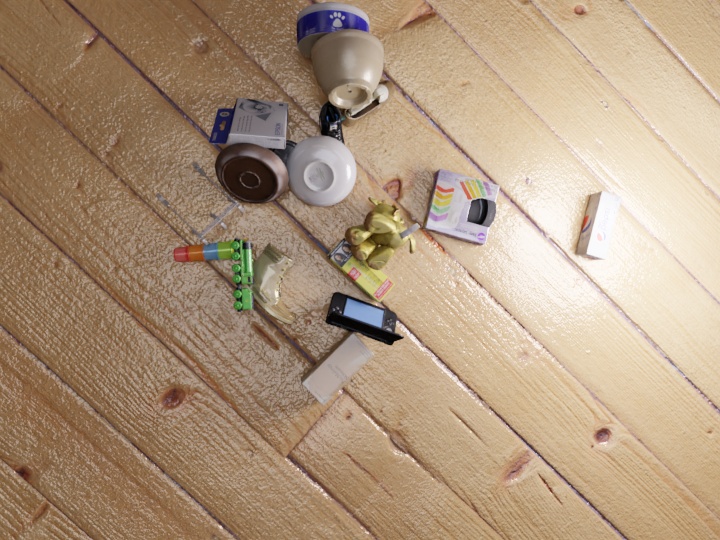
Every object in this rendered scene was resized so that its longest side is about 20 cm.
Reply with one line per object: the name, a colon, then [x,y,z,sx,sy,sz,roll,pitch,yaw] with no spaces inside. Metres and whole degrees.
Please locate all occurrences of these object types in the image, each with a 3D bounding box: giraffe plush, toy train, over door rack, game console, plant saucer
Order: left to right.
over door rack: [-0.436,-0.181,1.441,0.200,0.067,0.148,43,79,9]
toy train: [-0.314,0.012,1.401,0.056,0.042,0.201,-2,91,-2]
plant saucer: [-0.296,-0.251,1.405,0.199,0.200,0.032,13,46,-7]
game console: [0.017,0.119,1.420,0.199,0.117,0.176,20,42,-6]
giraffe plush: [0.059,-0.125,1.459,0.199,0.162,0.173,-19,127,8]

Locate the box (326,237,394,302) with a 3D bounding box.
box: [0.000,0.000,1.496,0.200,0.050,0.075,43,83,-4]

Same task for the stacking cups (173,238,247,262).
stacking cups: [-0.412,-0.052,1.448,0.199,0.061,0.061,-5,89,-2]

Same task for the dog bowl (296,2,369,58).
dog bowl: [-0.075,-0.648,1.433,0.199,0.200,0.079,0,90,-7]

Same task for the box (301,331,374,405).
box: [-0.065,0.272,1.464,0.095,0.078,0.200,45,83,-4]

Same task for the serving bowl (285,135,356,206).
serving bowl: [-0.112,-0.267,1.443,0.199,0.066,0.201,1,113,3]

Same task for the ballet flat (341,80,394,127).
ballet flat: [0.024,-0.489,1.504,0.200,0.072,0.068,-35,93,-7]

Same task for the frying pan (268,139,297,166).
frying pan: [-0.187,-0.293,1.495,0.190,0.031,0.115,45,85,-1]

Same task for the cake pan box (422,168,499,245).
cake pan box: [0.299,-0.184,1.541,0.199,0.052,0.185,16,88,-6]

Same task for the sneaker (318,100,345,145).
sneaker: [-0.079,-0.373,1.467,0.073,0.112,0.201,-13,90,-7]

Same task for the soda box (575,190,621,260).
soda box: [0.722,-0.135,1.586,0.068,0.063,0.201,16,86,-8]

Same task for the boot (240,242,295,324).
boot: [-0.226,0.038,1.453,0.200,0.073,0.156,41,88,2]

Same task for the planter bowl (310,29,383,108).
planter bowl: [-0.033,-0.525,1.406,0.199,0.200,0.135,-1,76,-7]

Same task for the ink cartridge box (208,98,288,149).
ink cartridge box: [-0.299,-0.403,1.415,0.199,0.041,0.200,1,44,-8]
